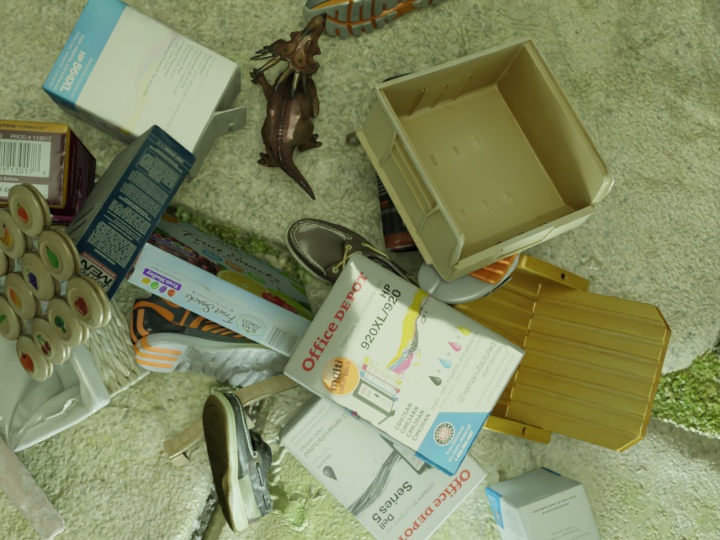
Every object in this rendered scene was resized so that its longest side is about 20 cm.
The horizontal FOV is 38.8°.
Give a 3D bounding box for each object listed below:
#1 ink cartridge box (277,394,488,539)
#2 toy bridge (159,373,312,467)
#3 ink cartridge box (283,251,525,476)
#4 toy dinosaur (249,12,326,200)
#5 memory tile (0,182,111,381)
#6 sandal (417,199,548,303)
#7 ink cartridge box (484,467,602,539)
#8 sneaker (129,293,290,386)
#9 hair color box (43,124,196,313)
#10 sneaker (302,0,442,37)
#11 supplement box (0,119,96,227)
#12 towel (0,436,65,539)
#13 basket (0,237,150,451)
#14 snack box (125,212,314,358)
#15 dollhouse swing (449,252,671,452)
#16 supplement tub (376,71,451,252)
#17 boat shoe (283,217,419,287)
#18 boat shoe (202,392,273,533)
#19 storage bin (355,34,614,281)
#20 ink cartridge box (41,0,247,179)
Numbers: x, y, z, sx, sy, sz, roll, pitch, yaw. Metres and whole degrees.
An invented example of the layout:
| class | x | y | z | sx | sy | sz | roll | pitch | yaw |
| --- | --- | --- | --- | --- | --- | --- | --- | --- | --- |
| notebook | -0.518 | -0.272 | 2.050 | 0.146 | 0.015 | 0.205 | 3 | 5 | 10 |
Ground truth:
| class | x | y | z | sx | sy | sz | roll | pitch | yaw |
| --- | --- | --- | --- | --- | --- | --- | --- | --- | --- |
| ink cartridge box | 0.025 | 0.211 | 1.179 | 0.200 | 0.084 | 0.146 | 45 | 83 | -2 |
| toy bridge | -0.140 | 0.162 | 1.171 | 0.200 | 0.067 | 0.027 | -29 | 65 | -7 |
| ink cartridge box | 0.044 | 0.099 | 1.066 | 0.200 | 0.145 | 0.147 | 31 | 84 | 7 |
| toy dinosaur | -0.082 | -0.183 | 1.160 | 0.086 | 0.136 | 0.201 | -1 | 88 | -6 |
| memory tile | -0.315 | 0.016 | 0.973 | 0.017 | 0.200 | 0.153 | -30 | 86 | -43 |
| sandal | 0.143 | -0.018 | 1.129 | 0.079 | 0.059 | 0.207 | 32 | 55 | 23 |
| ink cartridge box | 0.226 | 0.339 | 1.165 | 0.084 | 0.145 | 0.200 | -17 | 89 | -8 |
| sneaker | -0.166 | 0.063 | 1.168 | 0.200 | 0.078 | 0.112 | 16 | 43 | -33 |
| hair color box | -0.253 | -0.047 | 1.043 | 0.060 | 0.100 | 0.200 | 39 | 54 | -21 |
| sneaker | 0.022 | -0.341 | 1.216 | 0.200 | 0.078 | 0.077 | -21 | 76 | -10 |
| supplement box | -0.354 | -0.099 | 1.094 | 0.110 | 0.200 | 0.086 | 3 | 86 | -6 |
| towel | -0.387 | 0.200 | 1.085 | 0.032 | 0.191 | 0.200 | -40 | 93 | -22 |
| basket | -0.340 | 0.070 | 1.110 | 0.135 | 0.123 | 0.200 | -27 | 89 | 22 |
| snack box | -0.153 | 0.011 | 1.119 | 0.200 | 0.142 | 0.053 | 27 | 101 | -18 |
| dollhouse swing | 0.214 | 0.095 | 1.148 | 0.182 | 0.176 | 0.200 | 20 | 85 | -38 |
| supplement tub | 0.069 | -0.125 | 1.189 | 0.107 | 0.107 | 0.201 | -7 | 88 | -6 |
| boat shoe | 0.000 | 0.000 | 1.198 | 0.200 | 0.060 | 0.072 | 35 | 85 | -4 |
| boat shoe | -0.132 | 0.207 | 1.140 | 0.065 | 0.073 | 0.200 | -19 | 134 | -23 |
| storage bin | 0.131 | -0.118 | 1.080 | 0.200 | 0.094 | 0.199 | -22 | 76 | -24 |
| ink cartridge box | -0.228 | -0.198 | 1.149 | 0.200 | 0.129 | 0.125 | 28 | 85 | -4 |
